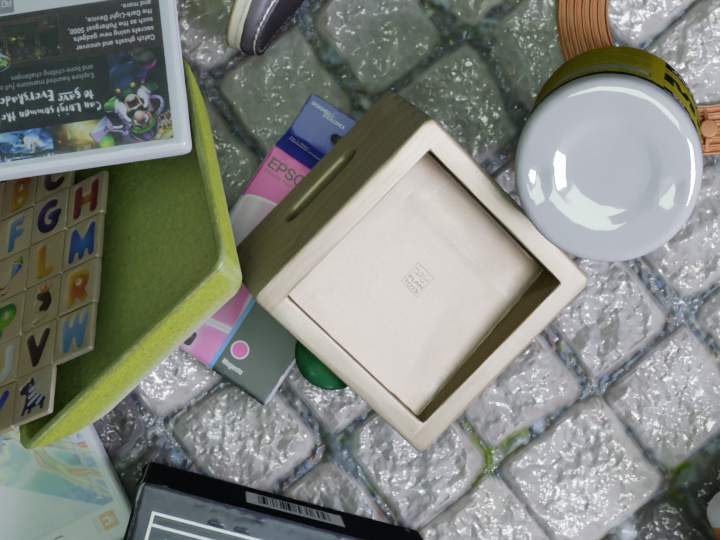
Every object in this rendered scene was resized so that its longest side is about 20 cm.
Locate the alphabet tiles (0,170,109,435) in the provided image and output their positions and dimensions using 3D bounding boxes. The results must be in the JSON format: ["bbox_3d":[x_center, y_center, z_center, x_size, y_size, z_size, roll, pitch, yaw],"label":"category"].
[{"bbox_3d":[-0.230,0.018,1.243,0.166,0.006,0.200,-23,52,32],"label":"alphabet tiles"}]

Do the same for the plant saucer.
[{"bbox_3d":[-0.148,-0.005,1.225,0.048,0.200,0.200,29,121,-35],"label":"plant saucer"}]

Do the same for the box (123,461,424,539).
[{"bbox_3d":[-0.075,0.251,1.250,0.200,0.123,0.199,16,90,-4],"label":"box"}]

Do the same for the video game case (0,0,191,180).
[{"bbox_3d":[-0.214,-0.149,1.193,0.200,0.023,0.182,-8,79,4],"label":"video game case"}]

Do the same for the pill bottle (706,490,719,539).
[{"bbox_3d":[0.320,0.224,1.255,0.112,0.112,0.200,-25,89,0],"label":"pill bottle"}]

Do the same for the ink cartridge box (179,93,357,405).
[{"bbox_3d":[-0.049,-0.016,1.303,0.095,0.037,0.200,33,88,0],"label":"ink cartridge box"}]

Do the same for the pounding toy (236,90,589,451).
[{"bbox_3d":[0.000,0.000,1.234,0.200,0.142,0.184,-46,110,2],"label":"pounding toy"}]

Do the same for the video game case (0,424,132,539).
[{"bbox_3d":[-0.276,0.130,1.309,0.182,0.022,0.200,-26,89,0],"label":"video game case"}]

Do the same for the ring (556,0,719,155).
[{"bbox_3d":[0.236,-0.180,1.308,0.200,0.019,0.201,0,89,0],"label":"ring"}]

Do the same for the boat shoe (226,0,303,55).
[{"bbox_3d":[-0.019,-0.226,1.287,0.065,0.072,0.200,33,84,6],"label":"boat shoe"}]

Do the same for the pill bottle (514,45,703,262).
[{"bbox_3d":[0.161,-0.082,1.208,0.114,0.200,0.115,2,105,9],"label":"pill bottle"}]
